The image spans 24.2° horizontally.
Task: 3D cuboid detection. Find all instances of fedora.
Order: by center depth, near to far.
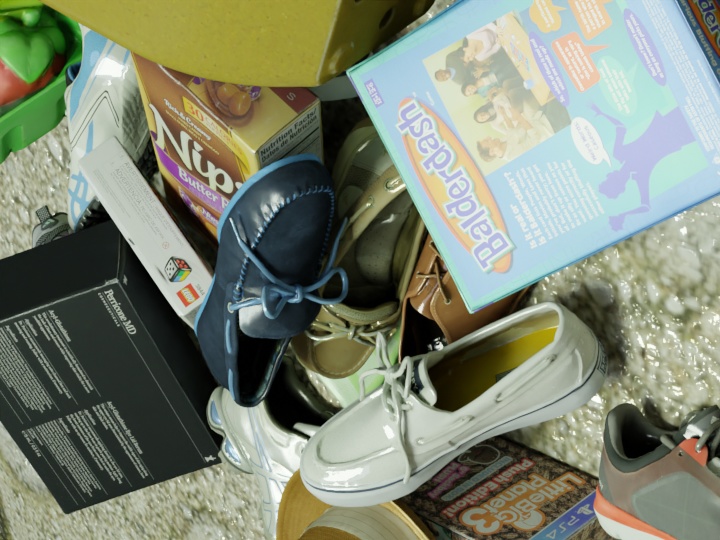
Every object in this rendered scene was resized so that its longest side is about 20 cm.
[{"bbox_3d":[-0.013,0.220,1.060,0.200,0.081,0.203,29,133,36],"label":"fedora"}]

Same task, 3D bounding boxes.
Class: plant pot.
[{"bbox_3d":[-0.051,-0.213,0.906,0.199,0.194,0.197,38,138,16],"label":"plant pot"}]

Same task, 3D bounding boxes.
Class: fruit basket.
[{"bbox_3d":[-0.287,-0.208,1.250,0.216,0.155,0.216,46,159,23],"label":"fruit basket"}]

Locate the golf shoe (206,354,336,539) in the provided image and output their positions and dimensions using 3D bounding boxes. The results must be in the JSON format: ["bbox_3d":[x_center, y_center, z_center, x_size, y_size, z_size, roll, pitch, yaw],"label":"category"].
[{"bbox_3d":[-0.035,0.152,1.224,0.201,0.078,0.097,54,138,9],"label":"golf shoe"}]

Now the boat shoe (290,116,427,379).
[{"bbox_3d":[0.003,0.000,1.036,0.063,0.072,0.202,-110,33,-45],"label":"boat shoe"}]

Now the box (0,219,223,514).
[{"bbox_3d":[-0.201,0.075,1.264,0.079,0.140,0.201,-94,-16,-50],"label":"box"}]

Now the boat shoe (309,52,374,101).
[{"bbox_3d":[-0.067,-0.175,1.044,0.199,0.070,0.092,29,133,38],"label":"boat shoe"}]

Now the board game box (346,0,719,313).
[{"bbox_3d":[0.103,-0.084,0.876,0.199,0.045,0.153,-27,91,40],"label":"board game box"}]

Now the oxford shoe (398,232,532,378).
[{"bbox_3d":[0.065,-0.006,0.995,0.071,0.071,0.202,40,137,30],"label":"oxford shoe"}]

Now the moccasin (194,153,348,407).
[{"bbox_3d":[-0.046,0.011,0.999,0.201,0.080,0.069,109,141,-55],"label":"moccasin"}]

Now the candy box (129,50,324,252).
[{"bbox_3d":[-0.078,-0.071,1.044,0.117,0.056,0.201,43,159,21],"label":"candy box"}]

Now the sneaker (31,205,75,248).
[{"bbox_3d":[-0.212,0.030,1.374,0.140,0.077,0.201,52,164,49],"label":"sneaker"}]

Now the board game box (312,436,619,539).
[{"bbox_3d":[0.072,0.198,1.096,0.199,0.096,0.161,22,129,42],"label":"board game box"}]

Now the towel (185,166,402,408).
[{"bbox_3d":[-0.041,-0.007,1.159,0.200,0.031,0.150,50,144,16],"label":"towel"}]

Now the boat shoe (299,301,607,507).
[{"bbox_3d":[0.040,0.071,0.979,0.200,0.075,0.086,-23,139,19],"label":"boat shoe"}]

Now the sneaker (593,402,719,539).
[{"bbox_3d":[0.200,0.118,0.907,0.199,0.077,0.083,10,114,47],"label":"sneaker"}]

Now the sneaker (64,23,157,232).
[{"bbox_3d":[-0.188,-0.109,1.240,0.072,0.072,0.201,39,135,19],"label":"sneaker"}]

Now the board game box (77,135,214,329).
[{"bbox_3d":[-0.133,-0.012,1.181,0.127,0.034,0.200,55,177,9],"label":"board game box"}]
